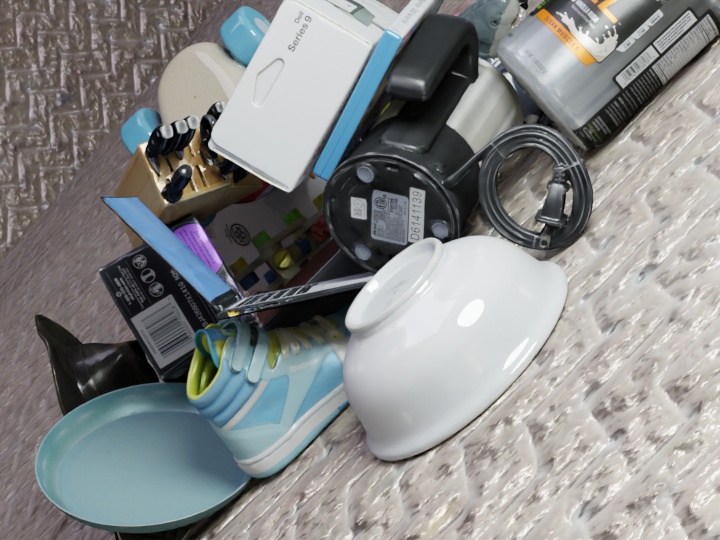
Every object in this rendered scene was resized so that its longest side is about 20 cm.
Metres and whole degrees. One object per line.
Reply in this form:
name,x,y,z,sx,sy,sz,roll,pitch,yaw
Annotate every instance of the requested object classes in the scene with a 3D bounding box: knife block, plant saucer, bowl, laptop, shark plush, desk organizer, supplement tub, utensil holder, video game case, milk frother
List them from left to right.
plant saucer,-0.180,0.165,1.594,0.199,0.027,0.200,-3,31,2
knife block,-0.175,-0.083,1.661,0.200,0.064,0.175,-27,-10,23
laptop,-0.093,-0.025,1.527,0.199,0.116,0.187,-12,2,2
utensil holder,-0.100,-0.099,2.014,0.170,0.170,0.200,-30,24,43
desk organizer,0.000,0.000,1.668,0.200,0.072,0.077,-45,12,-1
video game case,0.023,-0.170,1.549,0.143,0.018,0.200,-62,-2,29
bowl,0.052,0.040,1.387,0.201,0.090,0.201,-41,15,13
shark plush,0.084,-0.237,1.825,0.200,0.083,0.091,2,76,40
milk frother,0.101,-0.093,1.511,0.188,0.200,0.181,-57,-8,-50
supplement tub,0.222,-0.208,1.535,0.200,0.123,0.123,-44,15,4

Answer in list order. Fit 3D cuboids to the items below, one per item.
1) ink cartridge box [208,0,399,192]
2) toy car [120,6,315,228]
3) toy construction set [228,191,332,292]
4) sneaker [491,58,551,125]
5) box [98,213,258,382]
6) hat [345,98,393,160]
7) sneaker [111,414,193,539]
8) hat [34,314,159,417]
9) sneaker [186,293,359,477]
ink cartridge box,-0.042,-0.160,1.560,0.146,0.084,0.200,-60,-2,17
toy car,-0.098,-0.130,1.847,0.184,0.200,0.177,-43,56,20
toy construction set,-0.034,-0.035,1.806,0.131,0.092,0.200,-36,13,-33
sneaker,0.175,-0.189,1.695,0.199,0.079,0.130,-36,18,29
box,-0.167,0.037,1.760,0.106,0.122,0.200,-30,-7,-5
hat,0.053,-0.143,1.742,0.201,0.081,0.201,-43,18,17
sneaker,-0.189,0.213,1.643,0.200,0.075,0.088,-98,21,-58
hat,-0.232,0.113,1.776,0.081,0.201,0.201,-26,17,4
sneaker,-0.060,0.062,1.527,0.200,0.131,0.079,-48,26,-10
